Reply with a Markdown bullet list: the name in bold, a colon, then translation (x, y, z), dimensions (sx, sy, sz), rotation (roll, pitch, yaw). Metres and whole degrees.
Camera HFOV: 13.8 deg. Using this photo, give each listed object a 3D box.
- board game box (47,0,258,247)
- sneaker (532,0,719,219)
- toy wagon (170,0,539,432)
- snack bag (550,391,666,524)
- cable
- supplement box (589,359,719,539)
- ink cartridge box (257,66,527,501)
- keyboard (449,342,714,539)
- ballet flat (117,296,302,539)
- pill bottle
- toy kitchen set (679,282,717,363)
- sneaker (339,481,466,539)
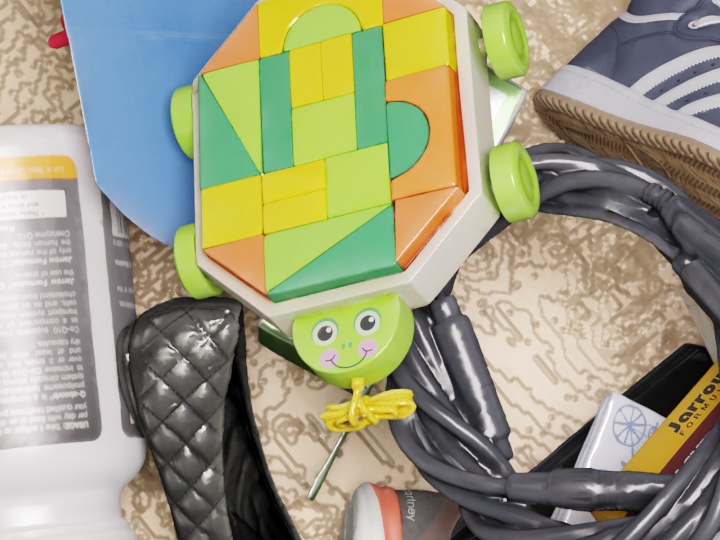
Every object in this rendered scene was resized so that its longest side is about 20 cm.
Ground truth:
- **board game box**: translation (-0.093, -0.100, 1.320), dimensions (0.039, 0.158, 0.200), rotation (-14, 85, 34)
- **sneaker**: translation (0.172, -0.078, 1.302), dimensions (0.109, 0.200, 0.070), rotation (-48, 130, -11)
- **toy wagon**: translation (-0.004, -0.031, 1.229), dimensions (0.155, 0.040, 0.200), rotation (-14, 59, 19)
- **snack bag**: translation (0.133, 0.176, 1.303), dimensions (0.189, 0.021, 0.200), rotation (30, 84, -30)
- **cable**: translation (0.088, 0.036, 1.217), dimensions (0.200, 0.051, 0.163), rotation (39, 93, 28)
- **supplement box**: translation (0.239, 0.140, 1.219), dimensions (0.133, 0.200, 0.197), rotation (-47, 125, -17)
- **ink cartridge box**: translation (0.000, 0.000, 1.315), dimensions (0.059, 0.104, 0.200), rotation (27, 85, 0)
- **keyboard**: translation (0.103, 0.127, 1.327), dimensions (0.200, 0.040, 0.104), rotation (-37, 100, -24)
- **ballet flat**: translation (-0.048, 0.103, 1.295), dimensions (0.057, 0.066, 0.200), rotation (-11, 115, 23)
- **pill bottle**: translation (-0.153, 0.042, 1.299), dimensions (0.116, 0.116, 0.200), rotation (-5, 85, -3)
- **toy kitchen set**: translation (0.278, -0.003, 1.353), dimensions (0.200, 0.180, 0.163), rotation (-9, 129, 27)
- **sneaker**: translation (0.036, 0.193, 1.317), dimensions (0.082, 0.077, 0.200), rotation (-1, 86, -10)
